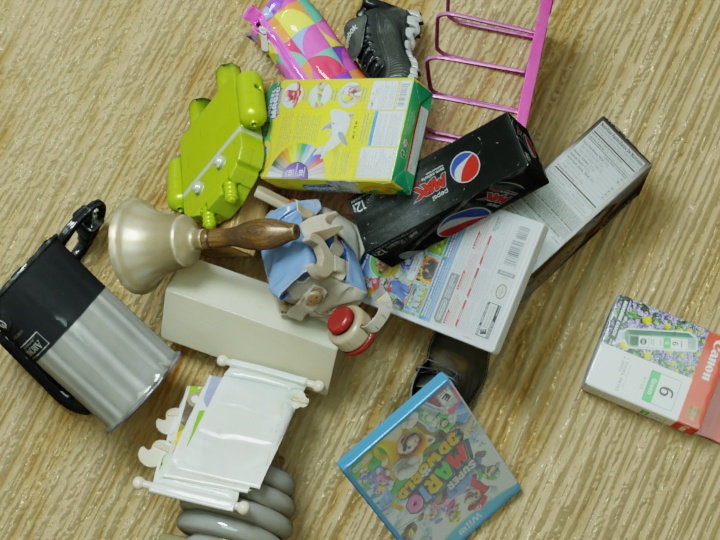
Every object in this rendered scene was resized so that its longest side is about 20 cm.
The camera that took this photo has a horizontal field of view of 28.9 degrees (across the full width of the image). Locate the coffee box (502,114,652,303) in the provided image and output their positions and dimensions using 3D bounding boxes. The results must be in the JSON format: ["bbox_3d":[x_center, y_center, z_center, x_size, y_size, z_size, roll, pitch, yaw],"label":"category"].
[{"bbox_3d":[0.219,-0.062,1.544,0.200,0.114,0.080,-42,78,-8],"label":"coffee box"}]

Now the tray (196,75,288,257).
[{"bbox_3d":[-0.133,-0.116,1.576,0.037,0.098,0.202,23,76,-34],"label":"tray"}]

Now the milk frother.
[{"bbox_3d":[-0.283,0.042,1.520,0.188,0.180,0.200,44,67,-10],"label":"milk frother"}]

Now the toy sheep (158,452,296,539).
[{"bbox_3d":[-0.135,0.265,1.479,0.137,0.138,0.202,13,74,5],"label":"toy sheep"}]

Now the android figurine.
[{"bbox_3d":[-0.158,-0.134,1.551,0.041,0.182,0.201,22,43,-30],"label":"android figurine"}]

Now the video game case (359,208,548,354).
[{"bbox_3d":[0.087,-0.010,1.485,0.199,0.018,0.144,21,86,32],"label":"video game case"}]

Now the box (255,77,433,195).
[{"bbox_3d":[-0.027,-0.142,1.484,0.199,0.048,0.118,6,76,34],"label":"box"}]

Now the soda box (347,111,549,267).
[{"bbox_3d":[0.091,-0.082,1.455,0.199,0.063,0.071,-28,64,20],"label":"soda box"}]

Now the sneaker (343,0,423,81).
[{"bbox_3d":[0.019,-0.241,1.566,0.090,0.067,0.201,24,40,-15],"label":"sneaker"}]

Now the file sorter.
[{"bbox_3d":[0.134,-0.210,1.566,0.124,0.139,0.202,12,78,6],"label":"file sorter"}]

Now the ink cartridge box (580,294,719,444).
[{"bbox_3d":[0.354,0.115,1.531,0.198,0.050,0.110,22,79,7],"label":"ink cartridge box"}]

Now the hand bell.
[{"bbox_3d":[-0.153,-0.033,1.449,0.198,0.104,0.105,-4,76,28],"label":"hand bell"}]

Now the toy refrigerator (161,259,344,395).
[{"bbox_3d":[-0.114,0.059,1.540,0.198,0.076,0.070,18,42,6],"label":"toy refrigerator"}]

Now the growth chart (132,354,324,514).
[{"bbox_3d":[-0.141,0.168,1.466,0.144,0.018,0.201,18,50,15],"label":"growth chart"}]

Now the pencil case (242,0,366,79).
[{"bbox_3d":[-0.049,-0.229,1.606,0.088,0.088,0.200,-38,78,-6],"label":"pencil case"}]

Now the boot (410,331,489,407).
[{"bbox_3d":[0.098,0.114,1.517,0.074,0.097,0.202,17,79,7],"label":"boot"}]

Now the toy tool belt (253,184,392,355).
[{"bbox_3d":[-0.056,-0.005,1.462,0.125,0.123,0.201,-40,37,14],"label":"toy tool belt"}]

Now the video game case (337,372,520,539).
[{"bbox_3d":[0.076,0.215,1.463,0.143,0.200,0.018,-40,39,-7],"label":"video game case"}]
